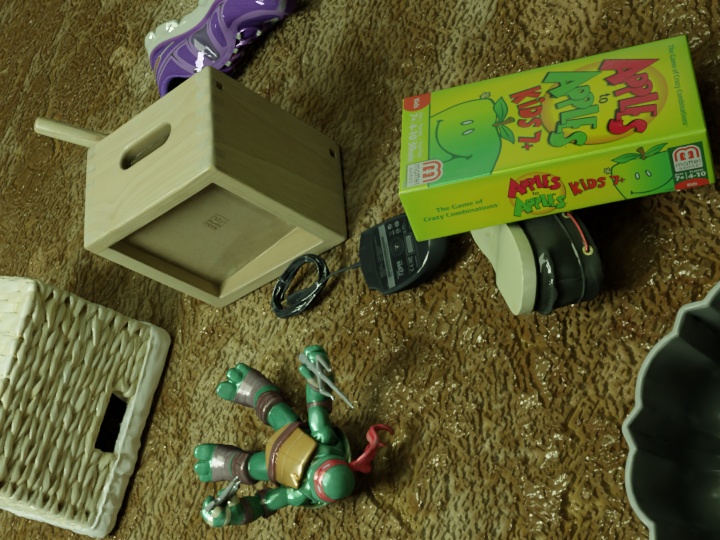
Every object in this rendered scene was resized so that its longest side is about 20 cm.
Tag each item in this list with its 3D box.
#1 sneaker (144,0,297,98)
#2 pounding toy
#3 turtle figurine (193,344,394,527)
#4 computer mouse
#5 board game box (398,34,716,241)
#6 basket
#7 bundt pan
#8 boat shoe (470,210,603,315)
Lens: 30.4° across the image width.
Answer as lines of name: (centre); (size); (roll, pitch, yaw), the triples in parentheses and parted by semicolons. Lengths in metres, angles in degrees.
sneaker: (-0.128, -0.217, 1.273); (0.199, 0.080, 0.084); (-24, 71, 43)
pounding toy: (-0.149, -0.078, 1.125); (0.199, 0.184, 0.143); (-27, 53, 33)
turtle figurine: (-0.058, 0.136, 0.993); (0.150, 0.101, 0.200); (-55, 25, -13)
computer mouse: (0.000, 0.000, 1.059); (0.199, 0.034, 0.059); (-20, 74, 43)
board game box: (0.128, -0.089, 0.887); (0.199, 0.048, 0.102); (-11, 43, 15)
basket: (-0.309, 0.118, 1.206); (0.199, 0.161, 0.199); (3, 71, 43)
bundt pan: (0.249, 0.096, 0.725); (0.201, 0.076, 0.203); (-22, 56, 37)
boat shoe: (0.115, -0.042, 0.942); (0.202, 0.063, 0.074); (-109, 16, -52)
